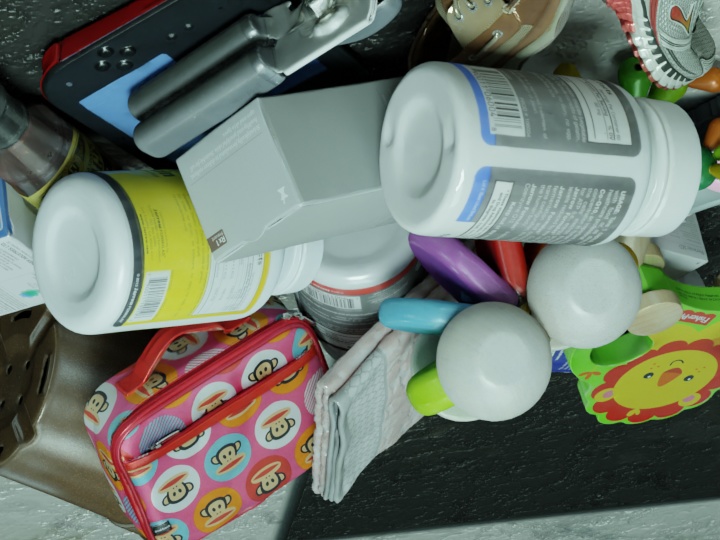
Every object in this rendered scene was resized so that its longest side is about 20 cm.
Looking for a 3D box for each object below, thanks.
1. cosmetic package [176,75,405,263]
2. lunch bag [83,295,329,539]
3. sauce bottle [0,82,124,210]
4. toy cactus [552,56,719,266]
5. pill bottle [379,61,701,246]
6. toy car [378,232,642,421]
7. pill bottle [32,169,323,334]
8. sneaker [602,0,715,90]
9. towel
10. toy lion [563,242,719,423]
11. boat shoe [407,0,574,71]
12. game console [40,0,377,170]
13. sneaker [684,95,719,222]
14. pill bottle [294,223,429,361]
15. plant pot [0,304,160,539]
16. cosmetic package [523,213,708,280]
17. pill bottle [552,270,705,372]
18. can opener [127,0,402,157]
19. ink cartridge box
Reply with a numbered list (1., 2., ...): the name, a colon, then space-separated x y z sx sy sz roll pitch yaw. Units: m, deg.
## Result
1. cosmetic package: -0.017 -0.075 1.220 0.199 0.091 0.107 -10 165 -46
2. lunch bag: -0.119 0.111 1.397 0.199 0.082 0.177 -32 129 -19
3. sauce bottle: -0.223 -0.077 1.236 0.066 0.066 0.200 -18 154 16
4. toy cactus: 0.210 -0.078 1.312 0.198 0.102 0.166 0 117 -2
5. pill bottle: 0.123 -0.075 1.165 0.199 0.114 0.114 3 151 -29
6. toy car: 0.100 0.016 1.276 0.200 0.150 0.175 -37 -179 -8
7. pill bottle: -0.126 -0.017 1.247 0.199 0.113 0.112 -5 157 -44
8. sneaker: 0.209 -0.187 1.158 0.082 0.078 0.200 -20 152 17
9. towel: 0.035 0.086 1.419 0.191 0.032 0.200 -43 159 -24
10. toy lion: 0.250 0.067 1.478 0.199 0.069 0.192 10 138 -35
11. boat shoe: 0.086 -0.175 1.145 0.071 0.076 0.200 2 150 -19
12. game console: -0.105 -0.132 1.208 0.176 0.031 0.200 -22 152 22
13. sneaker: 0.306 -0.097 1.374 0.199 0.071 0.082 -22 140 35
14. pill bottle: 0.000 0.000 1.413 0.115 0.117 0.200 -10 154 0
15. plant pot: -0.225 0.124 1.515 0.198 0.201 0.200 22 140 -35
16. cosmetic package: 0.193 -0.049 1.423 0.199 0.083 0.051 12 145 -37
17. pill bottle: 0.204 0.034 1.553 0.199 0.116 0.116 4 151 -25
18. can opener: -0.062 -0.134 1.149 0.199 0.054 0.067 -30 148 25
19. ink cartridge box: -0.326 -0.010 1.312 0.199 0.077 0.136 -18 158 12
